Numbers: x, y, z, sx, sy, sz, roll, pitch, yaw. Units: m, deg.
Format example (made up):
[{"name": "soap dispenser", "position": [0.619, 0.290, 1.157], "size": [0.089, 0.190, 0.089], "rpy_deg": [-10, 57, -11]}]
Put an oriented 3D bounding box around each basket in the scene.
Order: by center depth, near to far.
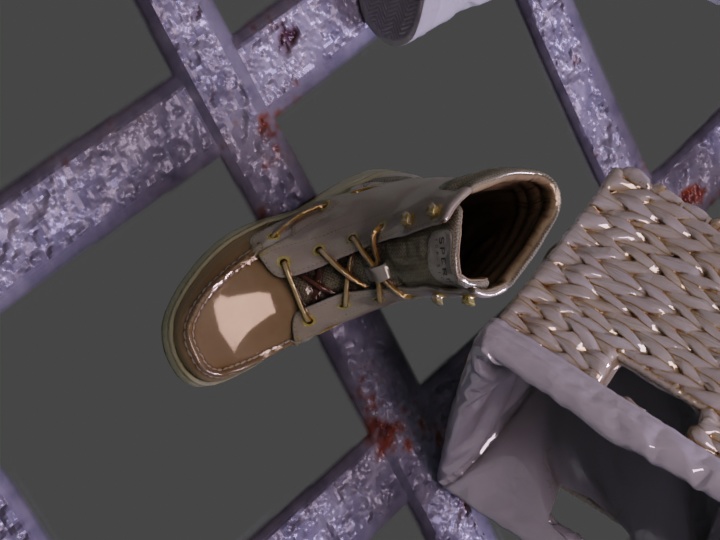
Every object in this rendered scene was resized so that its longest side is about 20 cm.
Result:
[{"name": "basket", "position": [0.172, 0.083, 0.976], "size": [0.197, 0.200, 0.161], "rpy_deg": [32, 61, 13]}]

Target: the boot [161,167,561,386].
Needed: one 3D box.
[{"name": "boot", "position": [0.000, 0.000, 0.908], "size": [0.199, 0.154, 0.072], "rpy_deg": [-34, 110, -32]}]

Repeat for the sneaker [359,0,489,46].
[{"name": "sneaker", "position": [0.071, -0.232, 0.965], "size": [0.115, 0.201, 0.074], "rpy_deg": [-27, 62, -37]}]

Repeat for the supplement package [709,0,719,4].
[{"name": "supplement package", "position": [0.263, -0.298, 1.127], "size": [0.113, 0.109, 0.202], "rpy_deg": [14, 82, -36]}]
